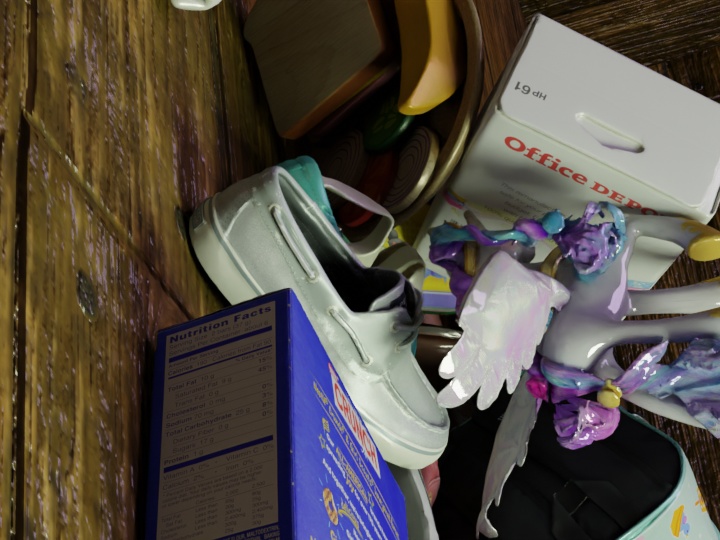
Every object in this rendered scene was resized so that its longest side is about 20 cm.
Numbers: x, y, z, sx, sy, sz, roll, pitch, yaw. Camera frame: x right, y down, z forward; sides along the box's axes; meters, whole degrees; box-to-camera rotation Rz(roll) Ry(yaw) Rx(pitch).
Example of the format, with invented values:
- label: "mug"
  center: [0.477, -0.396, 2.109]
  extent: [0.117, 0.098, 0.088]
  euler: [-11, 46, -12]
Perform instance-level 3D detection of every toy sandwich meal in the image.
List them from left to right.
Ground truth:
- label: "toy sandwich meal"
  center: [-0.003, -0.119, 1.092]
  extent: [0.070, 0.205, 0.205]
  euler: [18, 50, -38]

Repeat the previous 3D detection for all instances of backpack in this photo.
- label: "backpack"
  center: [0.125, 0.167, 1.082]
  extent: [0.200, 0.176, 0.154]
  euler: [21, -42, 64]

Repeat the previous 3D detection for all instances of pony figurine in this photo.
- label: "pony figurine"
  center: [0.121, 0.039, 0.976]
  extent: [0.167, 0.200, 0.193]
  euler: [83, 18, -46]

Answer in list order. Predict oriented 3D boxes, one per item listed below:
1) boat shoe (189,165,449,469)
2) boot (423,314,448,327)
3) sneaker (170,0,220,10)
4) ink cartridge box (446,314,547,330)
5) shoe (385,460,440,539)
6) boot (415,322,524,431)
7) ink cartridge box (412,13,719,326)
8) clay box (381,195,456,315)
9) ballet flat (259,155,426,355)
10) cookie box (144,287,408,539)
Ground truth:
- label: "boat shoe"
  center: [-0.005, 0.026, 0.933]
  extent: [0.201, 0.071, 0.070]
  euler: [48, 24, -22]
- label: "boot"
  center: [0.038, 0.033, 1.276]
  extent: [0.175, 0.066, 0.200]
  euler: [53, 25, -60]
- label: "sneaker"
  center: [-0.107, -0.230, 0.934]
  extent: [0.080, 0.070, 0.200]
  euler: [-88, 160, -49]
- label: "ink cartridge box"
  center: [0.117, 0.093, 1.358]
  extent: [0.200, 0.083, 0.145]
  euler: [92, -13, -61]
- label: "shoe"
  center: [0.017, 0.143, 1.008]
  extent: [0.091, 0.071, 0.200]
  euler: [52, 20, -48]
- label: "boot"
  center: [0.055, 0.141, 1.193]
  extent: [0.064, 0.186, 0.200]
  euler: [-170, -87, -75]
- label: "ink cartridge box"
  center: [0.132, -0.051, 1.096]
  extent: [0.085, 0.144, 0.200]
  euler: [-64, -179, -28]
- label: "clay box"
  center: [0.030, -0.071, 1.203]
  extent: [0.115, 0.048, 0.200]
  euler: [3, 83, -46]
- label: "ballet flat"
  center: [0.000, 0.000, 1.041]
  extent: [0.200, 0.070, 0.067]
  euler: [48, 11, -45]
- label: "cookie box"
  center: [-0.031, 0.140, 0.776]
  extent: [0.200, 0.075, 0.171]
  euler: [-93, 163, -46]
